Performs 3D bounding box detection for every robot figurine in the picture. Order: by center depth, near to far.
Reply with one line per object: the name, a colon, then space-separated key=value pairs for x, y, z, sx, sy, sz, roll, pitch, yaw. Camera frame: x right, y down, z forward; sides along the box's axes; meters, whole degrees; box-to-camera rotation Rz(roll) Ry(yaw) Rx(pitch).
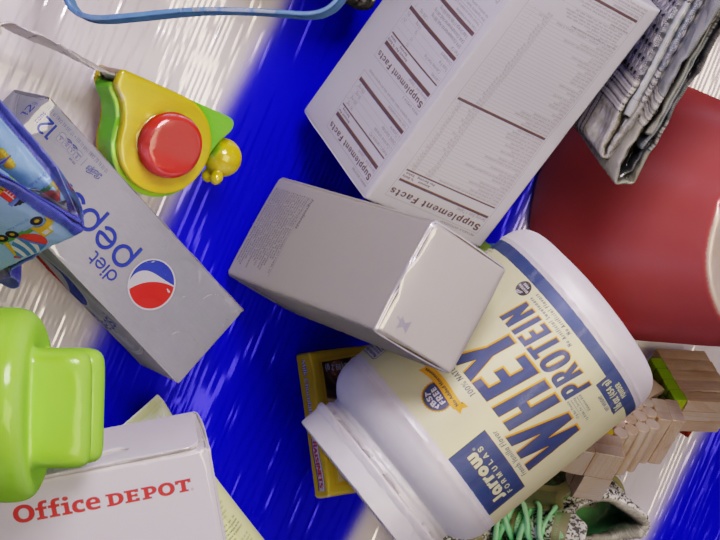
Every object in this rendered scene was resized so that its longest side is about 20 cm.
robot figurine: x=-0.255 y=0.079 z=1.249 sx=0.200 sy=0.175 sz=0.116 roll=1 pitch=90 yaw=4

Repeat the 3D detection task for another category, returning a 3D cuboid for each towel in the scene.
towel: x=0.183 y=-0.177 z=1.400 sx=0.035 sy=0.200 sz=0.193 roll=21 pitch=109 yaw=-24

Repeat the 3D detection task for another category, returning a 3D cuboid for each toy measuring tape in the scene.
toy measuring tape: x=-0.162 y=-0.095 z=1.325 sx=0.200 sy=0.074 sz=0.074 roll=23 pitch=89 yaw=-31

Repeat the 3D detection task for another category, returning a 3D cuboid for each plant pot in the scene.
plant pot: x=0.250 y=-0.030 z=1.504 sx=0.200 sy=0.177 sz=0.201 roll=-7 pitch=104 yaw=-28

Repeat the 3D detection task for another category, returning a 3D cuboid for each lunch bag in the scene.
lunch bag: x=-0.270 y=-0.054 z=1.232 sx=0.150 sy=0.094 sz=0.200 roll=-26 pitch=131 yaw=25

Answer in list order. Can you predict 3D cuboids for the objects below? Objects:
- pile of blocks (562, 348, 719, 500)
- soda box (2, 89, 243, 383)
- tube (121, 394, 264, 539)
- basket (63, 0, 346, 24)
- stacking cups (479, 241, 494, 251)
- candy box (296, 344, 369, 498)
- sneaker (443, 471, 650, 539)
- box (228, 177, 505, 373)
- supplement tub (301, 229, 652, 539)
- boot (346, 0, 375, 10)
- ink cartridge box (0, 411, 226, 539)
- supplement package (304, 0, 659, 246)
pile of blocks: x=0.193 y=0.114 z=1.555 sx=0.200 sy=0.082 sz=0.062 roll=-18 pitch=143 yaw=-44
soda box: x=-0.168 y=-0.021 z=1.339 sx=0.068 sy=0.063 sz=0.200 roll=-49 pitch=119 yaw=-13
tube: x=-0.105 y=0.177 z=1.428 sx=0.200 sy=0.052 sz=0.058 roll=51 pitch=42 yaw=-23
basket: x=-0.094 y=-0.249 z=1.269 sx=0.176 sy=0.139 sz=0.200 roll=-1 pitch=90 yaw=10
stacking cups: x=0.094 y=0.017 z=1.480 sx=0.200 sy=0.060 sz=0.061 roll=35 pitch=82 yaw=-22
candy box: x=0.054 y=0.098 z=1.494 sx=0.200 sy=0.026 sz=0.102 roll=-6 pitch=88 yaw=-28
sneaker: x=0.126 y=0.177 z=1.528 sx=0.200 sy=0.089 sz=0.077 roll=-5 pitch=103 yaw=-28
box: x=0.000 y=0.000 z=1.357 sx=0.068 sy=0.200 sz=0.082 roll=32 pitch=84 yaw=-32
supplement tub: x=0.076 y=0.085 z=1.389 sx=0.200 sy=0.145 sz=0.145 roll=-39 pitch=117 yaw=-4
boot: x=0.031 y=-0.245 z=1.394 sx=0.211 sy=0.079 sz=0.158 roll=13 pitch=90 yaw=-24
ink cartridge box: x=-0.154 y=0.204 z=1.359 sx=0.146 sy=0.084 sz=0.200 roll=-10 pitch=106 yaw=-6
supplement package: x=0.076 y=-0.136 z=1.375 sx=0.114 sy=0.110 sz=0.200 roll=22 pitch=113 yaw=-39
